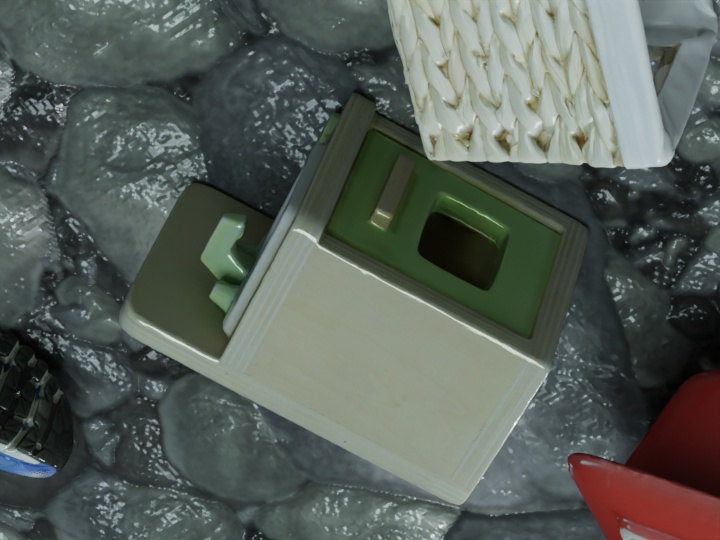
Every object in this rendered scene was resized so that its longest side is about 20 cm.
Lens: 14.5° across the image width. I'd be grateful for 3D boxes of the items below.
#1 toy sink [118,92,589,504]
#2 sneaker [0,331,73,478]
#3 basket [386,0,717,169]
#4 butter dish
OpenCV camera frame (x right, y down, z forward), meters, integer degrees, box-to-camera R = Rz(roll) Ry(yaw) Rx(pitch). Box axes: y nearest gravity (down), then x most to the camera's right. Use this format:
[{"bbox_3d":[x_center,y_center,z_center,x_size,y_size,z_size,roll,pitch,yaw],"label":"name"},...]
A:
[{"bbox_3d":[0.000,0.000,1.426,0.199,0.131,0.112,28,125,-3],"label":"toy sink"},{"bbox_3d":[-0.252,0.073,1.585,0.199,0.079,0.090,20,133,12],"label":"sneaker"},{"bbox_3d":[0.081,-0.160,1.298,0.122,0.136,0.201,-1,123,21],"label":"basket"},{"bbox_3d":[0.227,0.109,1.433,0.199,0.149,0.200,17,160,23],"label":"butter dish"}]
